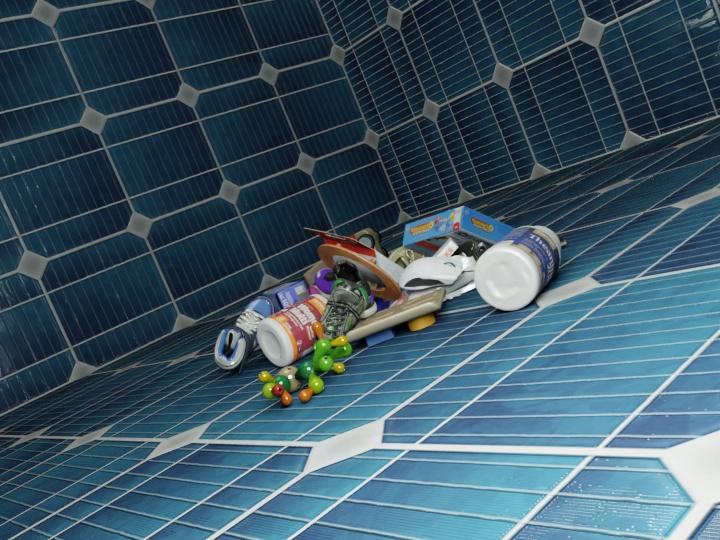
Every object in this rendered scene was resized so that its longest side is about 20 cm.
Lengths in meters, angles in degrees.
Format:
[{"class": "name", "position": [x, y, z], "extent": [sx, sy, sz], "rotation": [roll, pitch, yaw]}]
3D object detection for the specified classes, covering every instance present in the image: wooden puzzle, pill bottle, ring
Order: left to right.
[{"class": "pill bottle", "position": [-0.113, 0.117, 1.657], "extent": [0.200, 0.110, 0.110], "rotation": [-27, 7, -37]}, {"class": "ring", "position": [0.000, 0.000, 1.626], "extent": [0.019, 0.200, 0.200], "rotation": [-59, 19, -18]}, {"class": "wooden puzzle", "position": [0.077, 0.094, 1.488], "extent": [0.185, 0.046, 0.200], "rotation": [-21, 1, 12]}, {"class": "pill bottle", "position": [0.280, -0.013, 1.336], "extent": [0.111, 0.111, 0.200], "rotation": [-19, 7, 34]}]

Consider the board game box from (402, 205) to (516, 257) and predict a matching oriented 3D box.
[{"class": "board game box", "position": [0.235, -0.071, 1.771], "extent": [0.200, 0.056, 0.196], "rotation": [19, -20, -33]}]

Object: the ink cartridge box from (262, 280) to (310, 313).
[{"class": "ink cartridge box", "position": [-0.156, 0.099, 1.842], "extent": [0.076, 0.137, 0.200], "rotation": [-27, 6, -20]}]

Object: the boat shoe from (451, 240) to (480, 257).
[{"class": "boat shoe", "position": [0.211, 0.001, 1.725], "extent": [0.074, 0.076, 0.200], "rotation": [9, -28, -42]}]

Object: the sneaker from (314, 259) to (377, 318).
[{"class": "sneaker", "position": [-0.036, 0.016, 1.602], "extent": [0.070, 0.100, 0.200], "rotation": [-30, 33, -22]}]

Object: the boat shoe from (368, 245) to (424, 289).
[{"class": "boat shoe", "position": [0.085, 0.001, 1.794], "extent": [0.201, 0.073, 0.063], "rotation": [-31, 20, -30]}]

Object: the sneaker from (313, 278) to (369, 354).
[{"class": "sneaker", "position": [-0.040, 0.095, 1.503], "extent": [0.200, 0.078, 0.085], "rotation": [109, -172, -45]}]

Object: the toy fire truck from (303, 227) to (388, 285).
[{"class": "toy fire truck", "position": [-0.028, 0.005, 2.022], "extent": [0.200, 0.176, 0.129], "rotation": [-21, 7, 18]}]

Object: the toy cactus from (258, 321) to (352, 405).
[{"class": "toy cactus", "position": [-0.108, 0.171, 1.318], "extent": [0.165, 0.102, 0.200], "rotation": [-31, 7, 47]}]

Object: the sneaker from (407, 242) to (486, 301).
[{"class": "sneaker", "position": [0.184, 0.014, 1.612], "extent": [0.200, 0.081, 0.076], "rotation": [-24, 7, -3]}]

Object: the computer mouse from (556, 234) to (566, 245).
[{"class": "computer mouse", "position": [0.355, -0.033, 1.572], "extent": [0.138, 0.053, 0.200], "rotation": [-20, -5, 12]}]

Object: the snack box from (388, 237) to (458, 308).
[{"class": "snack box", "position": [0.135, 0.012, 1.671], "extent": [0.200, 0.024, 0.072], "rotation": [-48, 2, 9]}]

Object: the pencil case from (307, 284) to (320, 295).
[{"class": "pencil case", "position": [-0.021, 0.031, 1.822], "extent": [0.200, 0.091, 0.094], "rotation": [-29, -26, -25]}]

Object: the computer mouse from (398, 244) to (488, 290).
[{"class": "computer mouse", "position": [0.165, -0.003, 1.545], "extent": [0.200, 0.044, 0.110], "rotation": [-9, 35, 20]}]

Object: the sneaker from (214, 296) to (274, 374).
[{"class": "sneaker", "position": [-0.261, 0.137, 1.755], "extent": [0.200, 0.080, 0.146], "rotation": [-61, -5, -14]}]

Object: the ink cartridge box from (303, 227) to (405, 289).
[{"class": "ink cartridge box", "position": [-0.013, -0.025, 1.657], "extent": [0.160, 0.047, 0.200], "rotation": [15, -10, 43]}]

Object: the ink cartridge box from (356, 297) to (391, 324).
[{"class": "ink cartridge box", "position": [0.030, 0.075, 1.837], "extent": [0.196, 0.043, 0.200], "rotation": [-21, 5, 9]}]
